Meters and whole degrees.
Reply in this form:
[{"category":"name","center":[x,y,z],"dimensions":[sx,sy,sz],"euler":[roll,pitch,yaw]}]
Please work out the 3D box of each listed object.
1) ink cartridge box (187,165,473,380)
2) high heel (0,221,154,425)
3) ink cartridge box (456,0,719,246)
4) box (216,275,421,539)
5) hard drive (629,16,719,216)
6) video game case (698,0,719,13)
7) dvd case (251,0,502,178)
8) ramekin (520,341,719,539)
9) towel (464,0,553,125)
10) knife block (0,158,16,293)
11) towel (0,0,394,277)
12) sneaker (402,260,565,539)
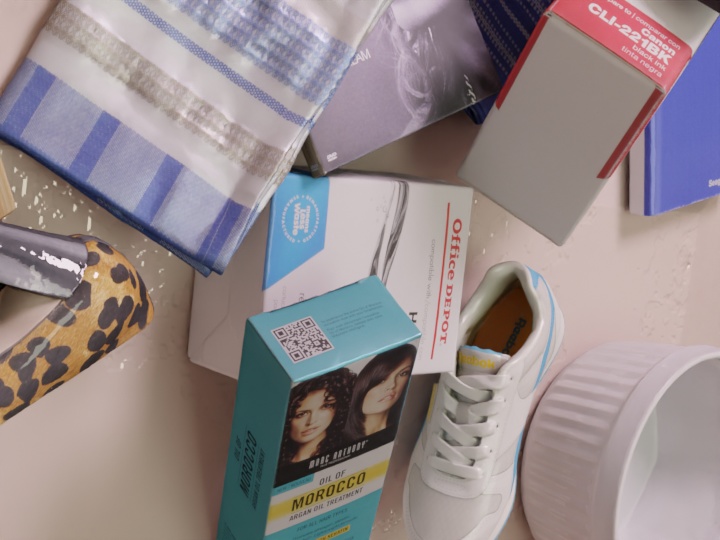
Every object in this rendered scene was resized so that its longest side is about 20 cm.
[{"category":"ink cartridge box","center":[0.000,0.000,0.839],"dimensions":[0.198,0.066,0.118],"euler":[0,99,-43]},{"category":"high heel","center":[-0.163,0.077,0.596],"dimensions":[0.142,0.071,0.202],"euler":[17,94,-48]},{"category":"ink cartridge box","center":[0.157,-0.136,0.872],"dimensions":[0.200,0.083,0.145],"euler":[-52,173,-40]},{"category":"box","center":[-0.027,0.100,0.781],"dimensions":[0.081,0.049,0.202],"euler":[-18,140,-28]},{"category":"hard drive","center":[0.251,-0.153,1.071],"dimensions":[0.131,0.025,0.203],"euler":[-16,110,-41]},{"category":"video game case","center":[0.173,-0.231,0.845],"dimensions":[0.142,0.199,0.019],"euler":[-36,150,-35]},{"category":"dvd case","center":[-0.007,-0.171,0.786],"dimensions":[0.148,0.016,0.202],"euler":[-27,98,-36]},{"category":"ramekin","center":[0.206,0.147,1.044],"dimensions":[0.198,0.104,0.203],"euler":[-11,107,-42]},{"category":"towel","center":[0.094,-0.213,0.911],"dimensions":[0.201,0.024,0.145],"euler":[-57,132,-18]},{"category":"knife block","center":[-0.185,-0.041,0.585],"dimensions":[0.064,0.200,0.176],"euler":[-38,93,-31]},{"category":"towel","center":[-0.078,-0.116,0.719],"dimensions":[0.146,0.024,0.201],"euler":[34,81,-14]},{"category":"sneaker","center":[0.072,0.090,0.912],"dimensions":[0.081,0.076,0.202],"euler":[54,52,-60]}]
